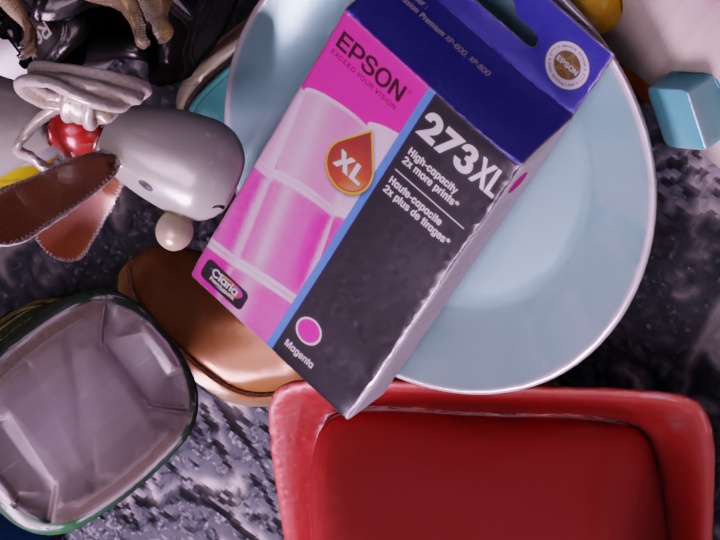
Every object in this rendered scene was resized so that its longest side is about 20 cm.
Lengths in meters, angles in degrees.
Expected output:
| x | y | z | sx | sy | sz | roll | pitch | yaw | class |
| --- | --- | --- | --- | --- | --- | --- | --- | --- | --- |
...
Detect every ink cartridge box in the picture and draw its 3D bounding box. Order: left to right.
| x | y | z | sx | sy | sz | roll | pitch | yaw | class |
| --- | --- | --- | --- | --- | --- | --- | --- | --- | --- |
| 0.012 | -0.039 | 0.888 | 0.095 | 0.037 | 0.201 | 42 | 125 | 12 | ink cartridge box |

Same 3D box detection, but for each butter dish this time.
| x | y | z | sx | sy | sz | roll | pitch | yaw | class |
| --- | --- | --- | --- | --- | --- | --- | --- | --- | --- |
| 0.053 | 0.157 | 0.973 | 0.198 | 0.149 | 0.201 | 2 | 133 | 10 | butter dish |

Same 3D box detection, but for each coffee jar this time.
| x | y | z | sx | sy | sz | roll | pitch | yaw | class |
| --- | --- | --- | --- | --- | --- | --- | --- | --- | --- |
| -0.144 | 0.063 | 1.017 | 0.104 | 0.200 | 0.086 | -38 | 99 | -13 | coffee jar |

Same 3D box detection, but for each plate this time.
| x | y | z | sx | sy | sz | roll | pitch | yaw | class |
| --- | --- | --- | --- | --- | --- | --- | --- | --- | --- |
| 0.033 | -0.045 | 0.909 | 0.199 | 0.026 | 0.202 | 13 | 117 | 26 | plate |

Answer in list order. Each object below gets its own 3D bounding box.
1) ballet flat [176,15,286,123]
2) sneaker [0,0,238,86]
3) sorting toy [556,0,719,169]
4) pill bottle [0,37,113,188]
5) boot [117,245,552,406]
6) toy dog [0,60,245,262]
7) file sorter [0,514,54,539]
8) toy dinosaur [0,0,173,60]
| x | y | z | sx | sy | sz | roll | pitch | yaw | class |
| --- | --- | --- | --- | --- | --- | --- | --- | --- | --- |
| 0.002 | -0.116 | 0.954 | 0.199 | 0.069 | 0.070 | -30 | 99 | 26 | ballet flat |
| -0.140 | -0.137 | 0.920 | 0.199 | 0.099 | 0.071 | 21 | 159 | -6 | sneaker |
| 0.184 | -0.091 | 0.828 | 0.180 | 0.106 | 0.201 | 50 | 126 | 27 | sorting toy |
| -0.204 | -0.070 | 1.032 | 0.114 | 0.114 | 0.200 | 46 | 122 | -2 | pill bottle |
| 0.000 | 0.000 | 0.991 | 0.199 | 0.077 | 0.156 | 29 | 126 | 3 | boot |
| -0.157 | -0.034 | 0.905 | 0.198 | 0.132 | 0.097 | 10 | 87 | 24 | toy dog |
| -0.263 | 0.120 | 1.095 | 0.123 | 0.139 | 0.200 | -43 | 96 | -2 | file sorter |
| -0.152 | -0.157 | 0.869 | 0.101 | 0.058 | 0.201 | -35 | 92 | -4 | toy dinosaur |
